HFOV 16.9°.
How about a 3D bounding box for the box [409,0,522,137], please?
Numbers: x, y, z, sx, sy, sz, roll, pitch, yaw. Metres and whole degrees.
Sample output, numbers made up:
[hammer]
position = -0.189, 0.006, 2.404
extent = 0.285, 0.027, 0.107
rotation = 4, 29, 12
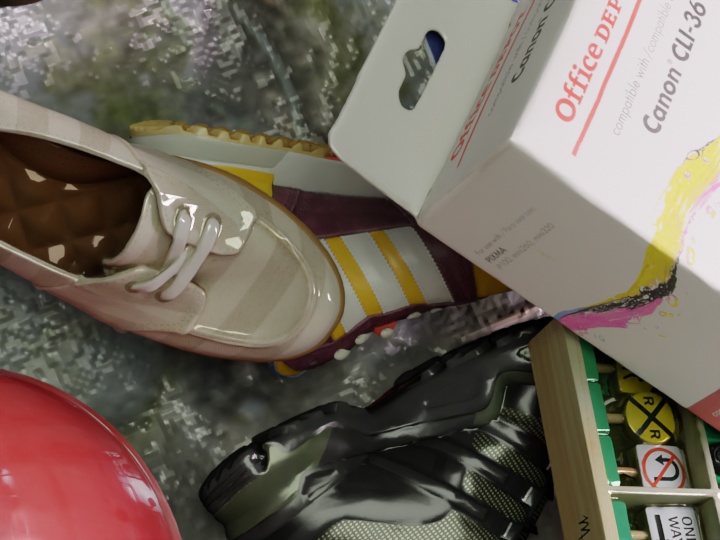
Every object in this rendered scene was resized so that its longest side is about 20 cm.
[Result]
[box]
position = 0.110, -0.058, 0.931
extent = 0.200, 0.032, 0.121
rotation = -9, 72, -35

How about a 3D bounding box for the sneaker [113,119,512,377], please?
[sneaker]
position = 0.000, 0.000, 0.936
extent = 0.200, 0.075, 0.090
rotation = 11, 95, -11

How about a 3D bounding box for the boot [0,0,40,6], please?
[boot]
position = -0.146, -0.212, 0.962
extent = 0.074, 0.075, 0.200
rotation = -11, 75, -13

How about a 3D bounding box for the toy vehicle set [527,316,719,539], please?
[toy vehicle set]
position = 0.135, 0.113, 0.853
extent = 0.124, 0.027, 0.200
rotation = 3, 63, -26

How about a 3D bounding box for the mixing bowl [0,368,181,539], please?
[mixing bowl]
position = -0.165, 0.112, 0.817
extent = 0.200, 0.108, 0.200
rotation = -3, 69, 9

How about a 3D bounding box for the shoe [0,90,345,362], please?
[shoe]
position = -0.100, -0.018, 0.859
extent = 0.200, 0.053, 0.070
rotation = 25, 105, -2

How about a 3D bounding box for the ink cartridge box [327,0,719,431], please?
[ink cartridge box]
position = 0.100, -0.039, 0.853
extent = 0.200, 0.067, 0.117
rotation = 33, 53, -12

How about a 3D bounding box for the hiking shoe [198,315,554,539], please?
[hiking shoe]
position = 0.044, 0.081, 0.921
extent = 0.200, 0.076, 0.101
rotation = -22, 90, -8
